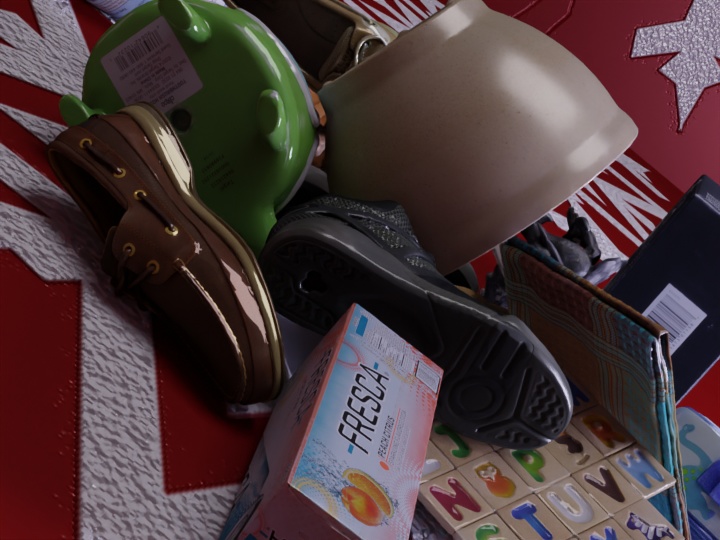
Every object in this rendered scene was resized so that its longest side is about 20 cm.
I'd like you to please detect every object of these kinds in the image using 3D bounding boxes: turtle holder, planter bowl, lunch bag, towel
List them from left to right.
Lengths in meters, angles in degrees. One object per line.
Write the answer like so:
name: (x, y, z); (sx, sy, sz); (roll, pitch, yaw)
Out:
turtle holder: (-0.079, -0.085, 0.963); (0.185, 0.141, 0.132); (31, 14, 11)
planter bowl: (0.056, -0.091, 0.990); (0.135, 0.200, 0.200); (56, 15, -6)
towel: (0.145, 0.084, 0.975); (0.147, 0.022, 0.200); (35, -31, 44)
lunch bag: (0.262, 0.183, 1.059); (0.200, 0.082, 0.161); (44, -3, 6)

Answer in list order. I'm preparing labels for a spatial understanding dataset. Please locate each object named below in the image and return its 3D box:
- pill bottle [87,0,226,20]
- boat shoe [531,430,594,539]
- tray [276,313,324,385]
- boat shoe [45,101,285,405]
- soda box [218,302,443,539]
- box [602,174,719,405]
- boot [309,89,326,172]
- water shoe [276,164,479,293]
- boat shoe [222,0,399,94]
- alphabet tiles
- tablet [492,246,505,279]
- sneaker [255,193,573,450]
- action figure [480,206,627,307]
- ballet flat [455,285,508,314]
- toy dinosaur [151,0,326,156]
pill bottle: (-0.153, -0.241, 1.285); (0.200, 0.109, 0.109); (30, 18, -31)
boat shoe: (0.107, 0.118, 0.934); (0.076, 0.060, 0.200); (21, 33, -41)
tray: (0.007, 0.067, 0.939); (0.200, 0.022, 0.107); (21, 39, -49)
boat shoe: (-0.108, -0.005, 0.844); (0.068, 0.072, 0.200); (-17, 60, -31)
soda box: (-0.012, 0.092, 0.742); (0.064, 0.068, 0.200); (37, 21, -6)
box: (0.261, 0.032, 1.316); (0.104, 0.200, 0.182); (41, 15, 6)
boot: (-0.009, -0.092, 1.282); (0.155, 0.074, 0.200); (38, 4, -10)
water shoe: (0.000, 0.000, 1.089); (0.200, 0.071, 0.079); (28, 43, -28)
boat shoe: (-0.031, -0.170, 1.139); (0.201, 0.073, 0.063); (43, 21, 12)
alphabet tiles: (0.087, 0.099, 0.888); (0.166, 0.006, 0.200); (-17, 53, -42)
tablet: (0.136, 0.060, 1.124); (0.130, 0.014, 0.200); (-110, 172, -45)
sneaker: (0.037, 0.021, 0.886); (0.199, 0.076, 0.114); (30, 24, -8)
action figure: (0.143, -0.017, 1.277); (0.102, 0.119, 0.200); (77, -9, -57)
ballet flat: (0.073, 0.050, 1.093); (0.200, 0.069, 0.063); (12, 46, -57)
toy dinosaur: (-0.089, -0.108, 1.120); (0.200, 0.086, 0.135); (52, 19, 25)
